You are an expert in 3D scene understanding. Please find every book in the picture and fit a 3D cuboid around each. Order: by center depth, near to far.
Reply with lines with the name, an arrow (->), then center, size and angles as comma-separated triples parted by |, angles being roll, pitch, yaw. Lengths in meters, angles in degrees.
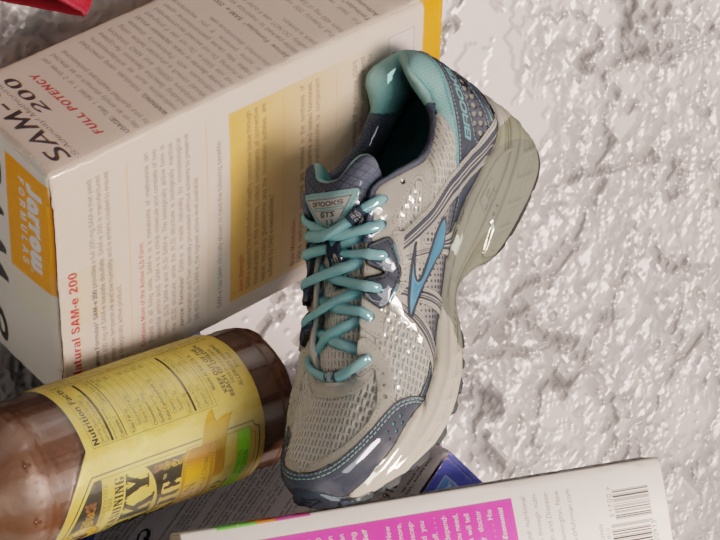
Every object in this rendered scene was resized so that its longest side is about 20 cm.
book -> 0.032, 0.154, 1.181 | 0.200, 0.048, 0.134 | -7, 87, -14

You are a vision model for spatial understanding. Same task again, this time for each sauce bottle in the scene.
sauce bottle -> -0.119, 0.076, 1.182 | 0.200, 0.065, 0.065 | -19, 116, -36

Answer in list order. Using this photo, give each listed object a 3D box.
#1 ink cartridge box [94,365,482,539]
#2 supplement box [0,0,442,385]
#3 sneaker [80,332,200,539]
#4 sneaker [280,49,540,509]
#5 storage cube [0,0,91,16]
ink cartridge box -> -0.022, 0.127, 1.270 | 0.076, 0.200, 0.136 | 43, 78, -39
supplement box -> -0.065, -0.049, 1.239 | 0.200, 0.074, 0.126 | -27, 140, -28
sneaker -> -0.140, 0.089, 1.259 | 0.070, 0.078, 0.200 | 58, 47, -32
sneaker -> 0.000, 0.000, 1.196 | 0.086, 0.078, 0.200 | 46, 53, -40
storage cube -> -0.168, -0.212, 1.049 | 0.171, 0.200, 0.180 | 27, 82, -40
